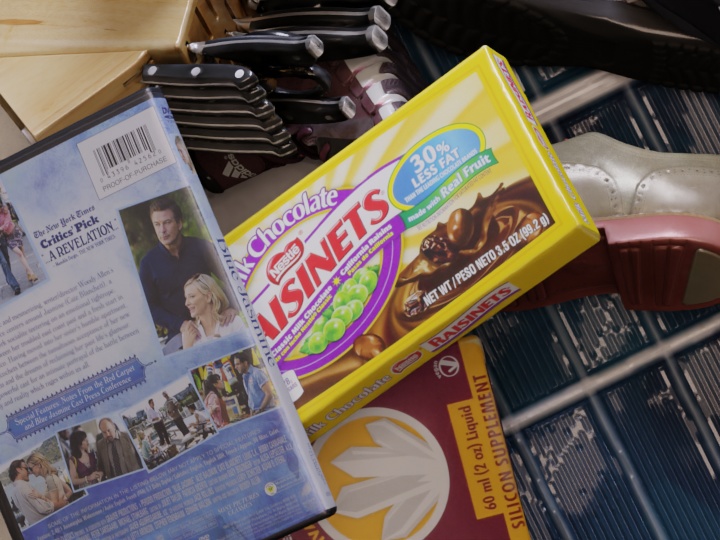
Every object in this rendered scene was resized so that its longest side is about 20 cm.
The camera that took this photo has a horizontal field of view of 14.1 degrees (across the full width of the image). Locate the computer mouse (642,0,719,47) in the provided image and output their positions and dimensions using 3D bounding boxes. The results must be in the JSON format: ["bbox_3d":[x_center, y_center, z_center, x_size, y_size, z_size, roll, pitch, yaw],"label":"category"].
[{"bbox_3d":[0.222,-0.140,1.349,0.200,0.046,0.141,37,63,-1],"label":"computer mouse"}]

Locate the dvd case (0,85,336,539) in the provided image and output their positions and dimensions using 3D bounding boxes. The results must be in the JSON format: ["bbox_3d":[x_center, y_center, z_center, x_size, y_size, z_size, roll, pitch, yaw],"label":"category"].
[{"bbox_3d":[-0.110,0.040,1.260,0.142,0.018,0.201,-25,84,18],"label":"dvd case"}]

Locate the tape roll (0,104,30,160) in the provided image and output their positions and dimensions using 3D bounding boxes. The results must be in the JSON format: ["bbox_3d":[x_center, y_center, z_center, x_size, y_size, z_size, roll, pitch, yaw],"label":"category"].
[{"bbox_3d":[-0.188,0.001,1.366,0.202,0.037,0.204,-7,60,12],"label":"tape roll"}]

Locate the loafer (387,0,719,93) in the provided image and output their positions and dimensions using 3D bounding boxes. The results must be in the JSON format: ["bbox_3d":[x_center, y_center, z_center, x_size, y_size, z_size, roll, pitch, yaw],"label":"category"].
[{"bbox_3d":[0.099,-0.137,1.386,0.199,0.073,0.072,13,69,-3],"label":"loafer"}]

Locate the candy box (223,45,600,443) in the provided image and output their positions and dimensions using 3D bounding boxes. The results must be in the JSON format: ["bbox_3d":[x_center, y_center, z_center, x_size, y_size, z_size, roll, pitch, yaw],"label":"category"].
[{"bbox_3d":[0.000,0.000,1.259,0.200,0.026,0.102,-36,58,17],"label":"candy box"}]

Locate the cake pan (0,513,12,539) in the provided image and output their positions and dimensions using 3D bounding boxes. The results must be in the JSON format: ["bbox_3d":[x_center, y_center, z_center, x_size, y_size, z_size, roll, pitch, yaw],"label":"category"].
[{"bbox_3d":[-0.190,0.137,1.392,0.199,0.037,0.201,0,84,4],"label":"cake pan"}]

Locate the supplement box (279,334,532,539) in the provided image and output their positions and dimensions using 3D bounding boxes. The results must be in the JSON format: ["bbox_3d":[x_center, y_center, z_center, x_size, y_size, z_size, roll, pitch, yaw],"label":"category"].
[{"bbox_3d":[-0.032,0.109,1.336,0.199,0.086,0.111,-14,83,-11],"label":"supplement box"}]

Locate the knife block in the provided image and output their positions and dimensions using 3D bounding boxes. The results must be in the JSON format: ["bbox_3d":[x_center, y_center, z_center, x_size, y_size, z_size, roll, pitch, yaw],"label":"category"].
[{"bbox_3d":[-0.089,-0.118,1.336,0.175,0.064,0.200,-36,50,-6],"label":"knife block"}]

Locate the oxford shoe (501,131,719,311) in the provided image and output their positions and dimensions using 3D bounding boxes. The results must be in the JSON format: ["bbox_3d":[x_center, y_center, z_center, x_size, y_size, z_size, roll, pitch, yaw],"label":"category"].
[{"bbox_3d":[0.086,-0.027,1.383,0.199,0.071,0.075,6,54,10],"label":"oxford shoe"}]

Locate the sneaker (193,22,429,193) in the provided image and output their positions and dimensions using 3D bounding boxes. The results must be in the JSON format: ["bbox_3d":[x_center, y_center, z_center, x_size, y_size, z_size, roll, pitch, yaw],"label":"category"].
[{"bbox_3d":[-0.020,-0.056,1.360,0.115,0.076,0.200,-38,45,12],"label":"sneaker"}]
